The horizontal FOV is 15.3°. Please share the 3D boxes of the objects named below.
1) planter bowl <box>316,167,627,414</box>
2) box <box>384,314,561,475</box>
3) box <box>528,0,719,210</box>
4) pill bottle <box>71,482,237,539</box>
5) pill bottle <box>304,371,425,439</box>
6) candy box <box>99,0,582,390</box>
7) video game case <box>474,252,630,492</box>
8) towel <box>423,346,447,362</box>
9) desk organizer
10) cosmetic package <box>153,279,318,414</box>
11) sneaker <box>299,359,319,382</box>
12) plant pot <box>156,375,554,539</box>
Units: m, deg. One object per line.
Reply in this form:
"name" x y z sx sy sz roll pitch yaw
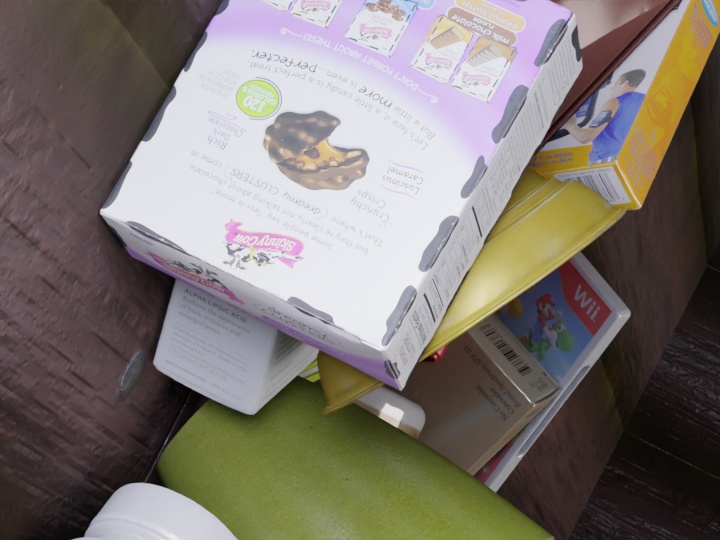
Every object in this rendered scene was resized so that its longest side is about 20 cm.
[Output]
"planter bowl" 0.040 -0.012 1.450 0.200 0.084 0.200 -33 -179 1
"box" 0.037 0.123 1.905 0.200 0.095 0.078 -47 171 18
"box" 0.139 -0.109 1.597 0.042 0.119 0.200 56 43 -32
"pill bottle" -0.149 0.220 1.475 0.200 0.114 0.114 -55 164 -35
"pill bottle" -0.050 0.154 1.722 0.201 0.115 0.116 -64 167 -2
"candy box" -0.008 -0.067 1.359 0.201 0.167 0.072 -60 163 -13
"video game case" 0.097 0.051 1.952 0.017 0.143 0.200 -6 139 -48
"towel" 0.062 -0.014 1.886 0.201 0.022 0.144 -59 -159 -20
"desk organizer" 0.099 -0.139 1.554 0.200 0.072 0.077 -46 132 -22
"cosmetic package" -0.045 -0.030 1.501 0.102 0.074 0.201 -41 152 -57
"sneaker" 0.000 0.000 1.623 0.200 0.074 0.081 -43 163 14
"plant pot" -0.020 0.156 1.593 0.187 0.200 0.187 -44 170 -10
